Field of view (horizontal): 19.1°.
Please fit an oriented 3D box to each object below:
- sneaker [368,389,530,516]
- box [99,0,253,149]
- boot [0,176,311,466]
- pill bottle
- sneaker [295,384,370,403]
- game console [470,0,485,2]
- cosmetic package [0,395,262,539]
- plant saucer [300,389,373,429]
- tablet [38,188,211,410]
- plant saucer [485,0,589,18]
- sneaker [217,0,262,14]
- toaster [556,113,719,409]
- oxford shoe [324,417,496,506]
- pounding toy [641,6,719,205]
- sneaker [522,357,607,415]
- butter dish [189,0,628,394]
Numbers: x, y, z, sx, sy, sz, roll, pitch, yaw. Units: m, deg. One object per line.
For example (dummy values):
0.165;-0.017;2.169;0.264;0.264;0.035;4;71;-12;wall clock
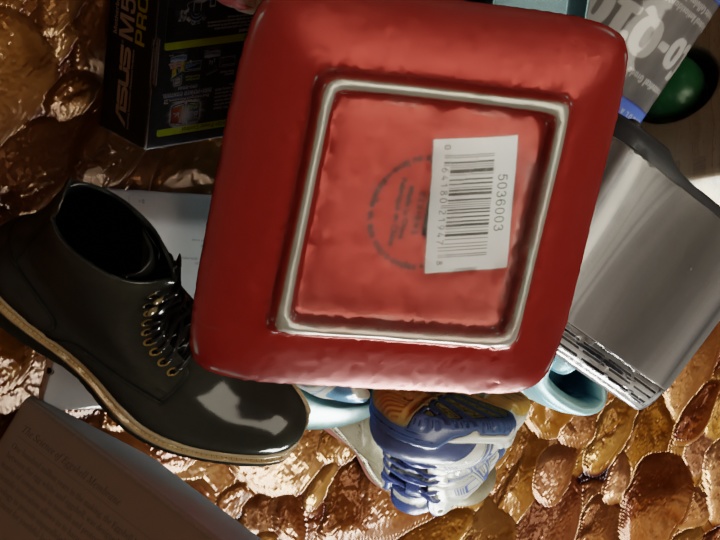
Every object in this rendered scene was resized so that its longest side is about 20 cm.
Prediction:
0.046;0.107;1.236;0.088;0.075;0.200;-62;162;7;sneaker
-0.045;-0.159;1.171;0.199;0.044;0.161;-14;121;-40;box
-0.096;0.031;1.083;0.199;0.138;0.078;29;67;-16;boot
0.137;-0.139;1.314;0.114;0.114;0.200;26;99;-49;pill bottle
0.026;-0.017;1.174;0.201;0.072;0.072;-58;157;-3;sneaker
0.109;-0.252;1.231;0.200;0.031;0.177;-55;170;-10;game console
-0.138;0.209;1.144;0.123;0.199;0.201;32;89;-49;cosmetic package
0.000;0.000;1.233;0.199;0.027;0.201;-15;115;-37;plant saucer
-0.094;0.019;1.241;0.199;0.014;0.131;2;108;-46;tablet
0.094;-0.109;1.236;0.070;0.019;0.201;-5;111;-31;plant saucer
-0.029;-0.149;1.102;0.105;0.075;0.201;-48;130;-19;sneaker
0.141;-0.009;1.227;0.200;0.114;0.129;33;92;-40;toaster
0.040;0.116;1.381;0.200;0.075;0.071;35;84;-49;oxford shoe
0.242;-0.078;1.380;0.200;0.142;0.185;55;34;-46;pounding toy
0.118;0.024;1.410;0.074;0.082;0.200;-51;138;-15;sneaker
0.009;-0.053;1.079;0.198;0.148;0.201;5;110;-20;butter dish
